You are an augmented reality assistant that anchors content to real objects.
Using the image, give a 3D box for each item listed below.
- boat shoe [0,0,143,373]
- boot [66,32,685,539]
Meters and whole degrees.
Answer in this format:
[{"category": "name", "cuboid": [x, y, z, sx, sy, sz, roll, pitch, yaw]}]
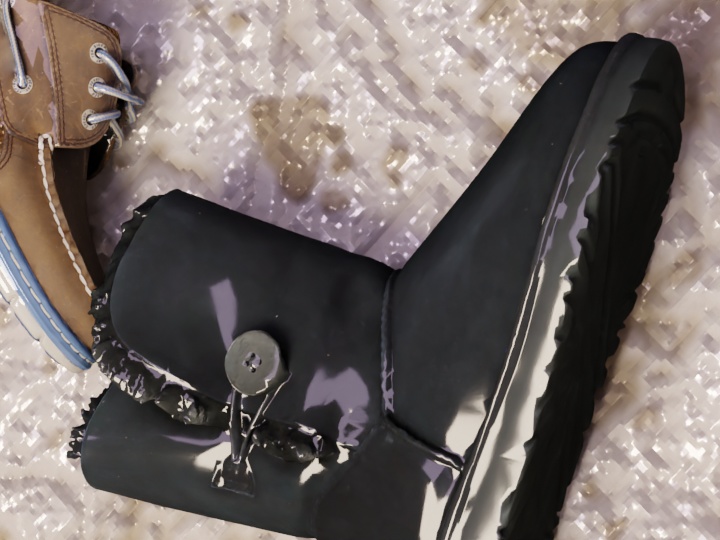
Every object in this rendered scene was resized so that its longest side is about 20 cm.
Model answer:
[{"category": "boat shoe", "cuboid": [-0.117, -0.064, 0.860, 0.072, 0.072, 0.200, -23, 83, 0]}, {"category": "boot", "cuboid": [0.000, 0.000, 0.793, 0.168, 0.076, 0.200, 20, 95, 22]}]
